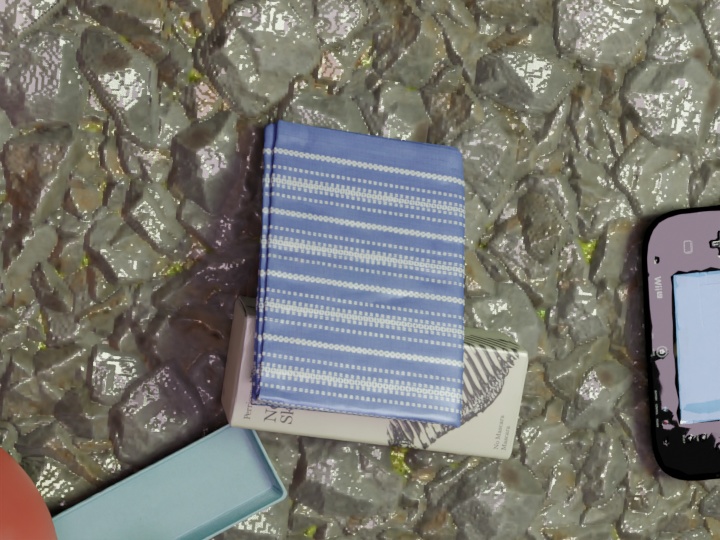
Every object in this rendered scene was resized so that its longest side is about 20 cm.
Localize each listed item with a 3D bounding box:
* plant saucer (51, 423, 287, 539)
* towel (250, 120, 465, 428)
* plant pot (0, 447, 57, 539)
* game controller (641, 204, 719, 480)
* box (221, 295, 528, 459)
[{"bbox_3d":[-0.153,0.172,1.065,0.199,0.019,0.070,-27,109,-4],"label":"plant saucer"},{"bbox_3d":[0.000,0.000,1.021,0.143,0.024,0.202,7,69,-14],"label":"towel"},{"bbox_3d":[-0.296,0.197,0.941,0.198,0.177,0.203,0,90,2],"label":"plant pot"},{"bbox_3d":[0.257,0.053,1.113,0.103,0.042,0.202,-7,100,-9],"label":"game controller"},{"bbox_3d":[0.009,0.074,1.055,0.198,0.068,0.083,7,99,-12],"label":"box"}]
